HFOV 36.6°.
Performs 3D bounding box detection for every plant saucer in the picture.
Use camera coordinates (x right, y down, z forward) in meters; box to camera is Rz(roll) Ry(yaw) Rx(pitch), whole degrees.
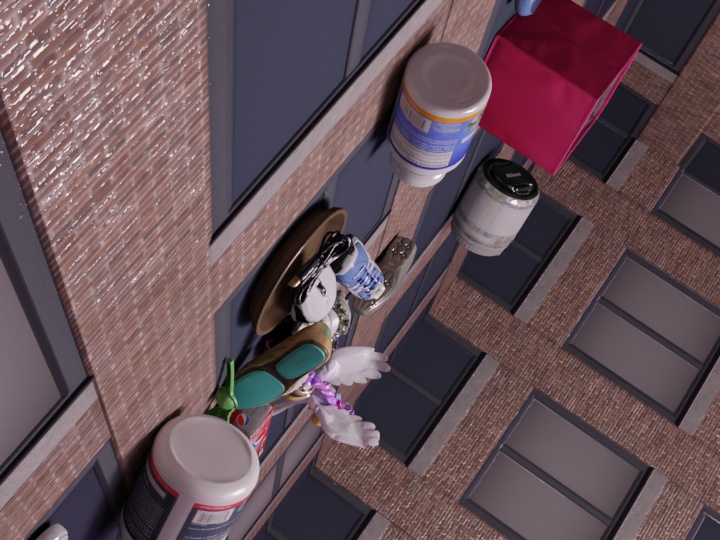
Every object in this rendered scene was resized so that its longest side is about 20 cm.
[{"bbox_3d":[-0.085,-0.003,1.425,0.200,0.029,0.200,-54,171,-12],"label":"plant saucer"}]

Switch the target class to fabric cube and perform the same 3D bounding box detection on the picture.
[{"bbox_3d":[0.325,-0.328,1.871,0.200,0.199,0.196,-49,168,-36],"label":"fabric cube"}]

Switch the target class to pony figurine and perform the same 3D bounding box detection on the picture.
[{"bbox_3d":[-0.065,0.208,1.795,0.200,0.193,0.167,138,-40,-63],"label":"pony figurine"}]

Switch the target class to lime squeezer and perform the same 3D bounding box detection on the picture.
[{"bbox_3d":[-0.205,0.192,1.520,0.071,0.038,0.200,7,123,-44],"label":"lime squeezer"}]

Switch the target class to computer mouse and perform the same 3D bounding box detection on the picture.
[{"bbox_3d":[-0.055,0.025,1.457,0.110,0.044,0.200,-54,171,-17],"label":"computer mouse"}]

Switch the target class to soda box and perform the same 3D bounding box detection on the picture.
[{"bbox_3d":[-0.185,0.249,1.670,0.063,0.070,0.200,-50,170,-29],"label":"soda box"}]

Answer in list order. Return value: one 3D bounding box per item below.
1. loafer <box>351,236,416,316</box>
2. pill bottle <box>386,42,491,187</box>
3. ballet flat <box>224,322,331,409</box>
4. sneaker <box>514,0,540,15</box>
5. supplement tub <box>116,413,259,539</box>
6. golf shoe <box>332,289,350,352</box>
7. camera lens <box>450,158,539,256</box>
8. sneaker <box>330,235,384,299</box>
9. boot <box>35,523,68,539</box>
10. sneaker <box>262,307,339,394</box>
[{"bbox_3d":[0.046,0.019,2.067,0.200,0.070,0.070,-50,161,-34],"label":"loafer"},{"bbox_3d":[0.095,-0.194,1.419,0.112,0.112,0.200,-51,170,-26],"label":"pill bottle"},{"bbox_3d":[-0.113,0.135,1.533,0.200,0.069,0.063,-30,-154,29],"label":"ballet flat"},{"bbox_3d":[0.304,-0.465,1.643,0.200,0.082,0.074,-58,172,26],"label":"sneaker"},{"bbox_3d":[-0.226,0.297,1.404,0.200,0.140,0.140,-61,170,31],"label":"supplement tub"},{"bbox_3d":[-0.052,0.065,1.778,0.200,0.078,0.097,118,-8,-66],"label":"golf shoe"},{"bbox_3d":[0.319,-0.154,2.587,0.160,0.160,0.200,-45,166,-50],"label":"camera lens"},{"bbox_3d":[0.000,0.000,1.731,0.076,0.077,0.200,-54,170,-1],"label":"sneaker"},{"bbox_3d":[-0.354,0.379,1.170,0.200,0.096,0.074,-55,171,-2],"label":"boot"},{"bbox_3d":[-0.115,0.116,1.618,0.086,0.080,0.200,-13,144,-42],"label":"sneaker"}]
